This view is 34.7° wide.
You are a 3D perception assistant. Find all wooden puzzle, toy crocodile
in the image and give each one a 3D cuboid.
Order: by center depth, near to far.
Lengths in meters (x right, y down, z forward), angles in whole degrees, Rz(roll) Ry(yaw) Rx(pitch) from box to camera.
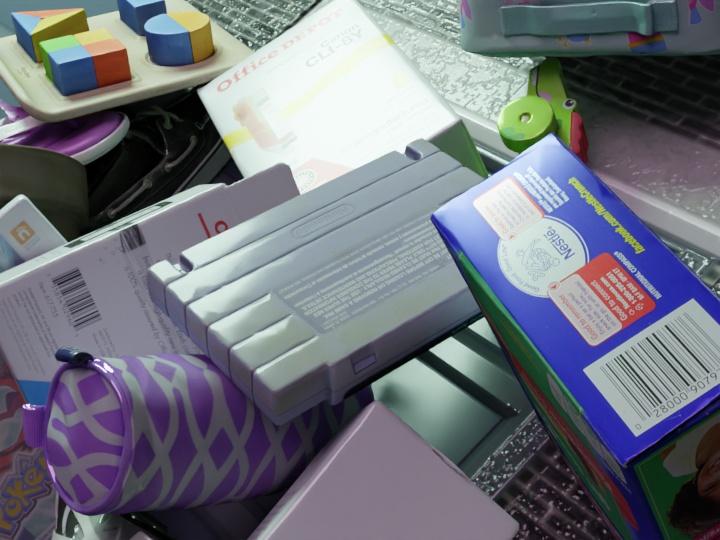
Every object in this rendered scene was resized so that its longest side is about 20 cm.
[{"bbox_3d":[0.119,-0.051,0.733,0.062,0.068,0.200,-2,53,21],"label":"toy crocodile"},{"bbox_3d":[-0.194,-0.185,0.923,0.200,0.046,0.185,-15,33,-24],"label":"wooden puzzle"}]

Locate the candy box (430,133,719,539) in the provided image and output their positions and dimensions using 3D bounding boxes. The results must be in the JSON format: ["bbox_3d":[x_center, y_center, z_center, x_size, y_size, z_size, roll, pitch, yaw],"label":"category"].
[{"bbox_3d":[0.127,0.064,0.529,0.077,0.200,0.169,-33,43,0],"label":"candy box"}]

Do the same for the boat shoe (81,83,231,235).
[{"bbox_3d":[-0.155,-0.096,0.923,0.071,0.064,0.200,10,57,35],"label":"boat shoe"}]

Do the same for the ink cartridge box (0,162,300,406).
[{"bbox_3d":[-0.121,0.021,0.714,0.200,0.116,0.068,-26,13,-19],"label":"ink cartridge box"}]

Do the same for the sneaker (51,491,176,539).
[{"bbox_3d":[-0.150,0.169,0.643,0.089,0.074,0.200,-58,17,-10],"label":"sneaker"}]

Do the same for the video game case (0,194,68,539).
[{"bbox_3d":[-0.226,0.085,0.725,0.200,0.182,0.023,-44,18,-12],"label":"video game case"}]

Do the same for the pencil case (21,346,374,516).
[{"bbox_3d":[-0.081,0.085,0.631,0.085,0.200,0.084,-6,82,42],"label":"pencil case"}]

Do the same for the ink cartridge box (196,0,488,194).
[{"bbox_3d":[-0.017,-0.094,0.831,0.145,0.083,0.200,-33,44,0],"label":"ink cartridge box"}]

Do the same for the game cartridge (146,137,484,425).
[{"bbox_3d":[0.000,0.000,0.638,0.200,0.038,0.130,-28,51,-27],"label":"game cartridge"}]

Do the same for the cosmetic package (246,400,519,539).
[{"bbox_3d":[-0.024,0.174,0.576,0.102,0.074,0.200,42,72,0],"label":"cosmetic package"}]

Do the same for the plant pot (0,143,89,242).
[{"bbox_3d":[-0.281,0.022,0.795,0.200,0.200,0.174,-12,80,19],"label":"plant pot"}]

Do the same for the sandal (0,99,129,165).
[{"bbox_3d":[-0.274,-0.102,0.879,0.202,0.050,0.083,-5,40,20],"label":"sandal"}]

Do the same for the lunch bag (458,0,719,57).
[{"bbox_3d":[0.171,-0.191,0.774,0.200,0.077,0.160,4,22,29],"label":"lunch bag"}]

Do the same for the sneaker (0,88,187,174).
[{"bbox_3d":[-0.233,-0.099,0.954,0.200,0.084,0.121,-24,43,11],"label":"sneaker"}]
